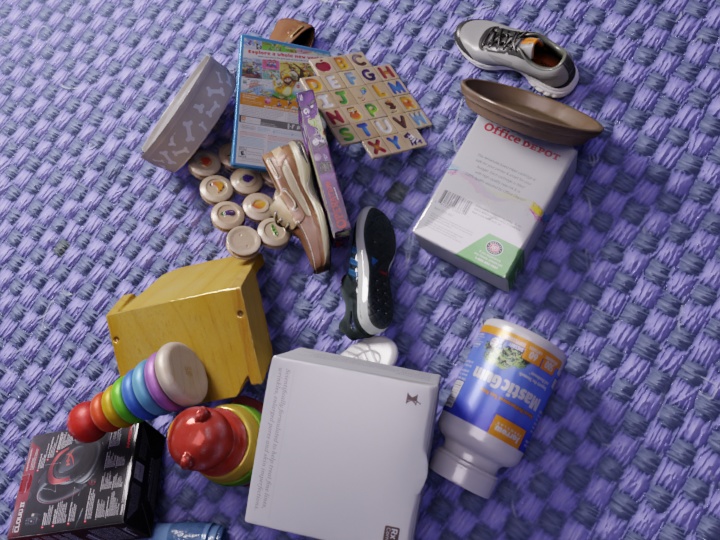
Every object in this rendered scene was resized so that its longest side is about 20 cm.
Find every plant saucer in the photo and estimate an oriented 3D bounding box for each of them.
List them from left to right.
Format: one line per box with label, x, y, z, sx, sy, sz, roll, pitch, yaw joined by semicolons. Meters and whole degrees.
plant saucer;0.226;-0.212;0.951;0.199;0.200;0.030;26;116;21

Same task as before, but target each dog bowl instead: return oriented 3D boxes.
dog bowl;-0.263;-0.239;1.092;0.200;0.059;0.201;-43;26;26

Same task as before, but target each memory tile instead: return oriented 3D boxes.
memory tile;-0.161;-0.115;1.064;0.152;0.017;0.201;-19;67;-25

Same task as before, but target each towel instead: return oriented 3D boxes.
towel;-0.279;0.402;0.965;0.198;0.049;0.113;-5;72;14

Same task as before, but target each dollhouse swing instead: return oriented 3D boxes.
dollhouse swing;-0.221;0.080;1.013;0.198;0.176;0.183;-12;93;12

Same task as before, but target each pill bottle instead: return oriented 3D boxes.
pill bottle;0.165;0.171;0.877;0.111;0.112;0.201;24;81;20

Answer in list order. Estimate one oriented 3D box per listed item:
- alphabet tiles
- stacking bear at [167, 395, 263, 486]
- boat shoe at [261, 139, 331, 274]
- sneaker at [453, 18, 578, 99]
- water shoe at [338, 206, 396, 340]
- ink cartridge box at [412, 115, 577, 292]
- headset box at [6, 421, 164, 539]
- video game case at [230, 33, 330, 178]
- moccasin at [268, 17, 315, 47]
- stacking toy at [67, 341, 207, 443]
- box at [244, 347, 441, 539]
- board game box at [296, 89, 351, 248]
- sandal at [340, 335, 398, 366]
alphabet tiles;0.010;-0.249;1.051;0.165;0.006;0.201;-18;65;-30
stacking bear;-0.177;0.220;0.909;0.113;0.200;0.122;18;79;20
boat shoe;-0.093;-0.088;1.018;0.073;0.076;0.201;-15;72;-7
sneaker;0.225;-0.324;1.028;0.199;0.079;0.074;30;85;23
water shoe;0.000;0.000;0.994;0.079;0.071;0.201;-27;47;38
ink cartridge box;0.185;-0.095;0.965;0.145;0.088;0.201;28;84;21
headset box;-0.388;0.301;0.990;0.198;0.075;0.150;-12;52;11
video game case;-0.119;-0.247;1.075;0.142;0.018;0.202;5;83;-20
moccasin;-0.128;-0.308;1.129;0.077;0.074;0.202;15;69;27
stacking toy;-0.296;0.170;0.912;0.199;0.085;0.086;-29;68;18
box;-0.014;0.211;0.856;0.198;0.131;0.201;10;88;8
board game box;-0.053;-0.139;1.004;0.032;0.120;0.202;-15;83;-1
sandal;-0.019;0.174;0.964;0.203;0.050;0.082;-50;52;2
